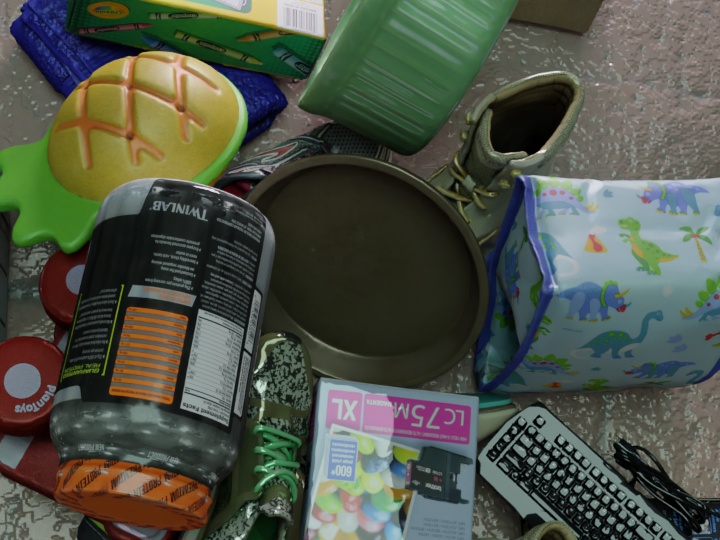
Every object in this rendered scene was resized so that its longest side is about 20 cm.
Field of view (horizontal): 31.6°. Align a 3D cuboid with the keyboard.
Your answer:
[{"bbox_3d":[0.186,0.171,0.921,0.200,0.040,0.104,42,73,8],"label":"keyboard"}]

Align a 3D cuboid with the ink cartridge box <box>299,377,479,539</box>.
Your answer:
[{"bbox_3d":[0.017,0.181,0.878,0.118,0.042,0.203,7,74,-7],"label":"ink cartridge box"}]

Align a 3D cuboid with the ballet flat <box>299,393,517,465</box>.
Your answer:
[{"bbox_3d":[0.019,0.124,0.959,0.197,0.070,0.070,2,72,-3],"label":"ballet flat"}]

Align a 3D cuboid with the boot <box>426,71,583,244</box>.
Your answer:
[{"bbox_3d":[0.079,-0.060,0.959,0.199,0.155,0.072,-39,80,-14],"label":"boot"}]

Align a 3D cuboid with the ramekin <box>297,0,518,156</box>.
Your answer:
[{"bbox_3d":[0.043,-0.185,0.950,0.097,0.200,0.202,29,72,-8],"label":"ramekin"}]

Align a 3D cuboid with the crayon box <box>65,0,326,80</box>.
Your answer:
[{"bbox_3d":[-0.128,-0.233,1.014,0.198,0.058,0.120,9,59,-19],"label":"crayon box"}]

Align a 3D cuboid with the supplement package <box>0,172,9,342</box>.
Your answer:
[{"bbox_3d":[-0.324,0.010,0.923,0.115,0.117,0.203,-3,73,-4],"label":"supplement package"}]

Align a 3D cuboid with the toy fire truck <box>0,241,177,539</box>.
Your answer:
[{"bbox_3d":[-0.166,0.083,0.906,0.166,0.112,0.201,25,63,6],"label":"toy fire truck"}]

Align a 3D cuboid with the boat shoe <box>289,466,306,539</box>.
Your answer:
[{"bbox_3d":[-0.037,0.193,0.925,0.200,0.065,0.072,42,93,5],"label":"boat shoe"}]

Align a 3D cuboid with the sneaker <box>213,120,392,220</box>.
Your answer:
[{"bbox_3d":[-0.057,-0.061,0.996,0.199,0.075,0.081,-33,78,-15],"label":"sneaker"}]

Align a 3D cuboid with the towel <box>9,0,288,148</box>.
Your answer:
[{"bbox_3d":[-0.171,-0.169,1.031,0.147,0.050,0.200,-38,80,-14],"label":"towel"}]

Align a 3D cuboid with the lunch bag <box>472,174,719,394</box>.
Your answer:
[{"bbox_3d":[0.180,0.027,0.931,0.168,0.201,0.129,0,53,-7],"label":"lunch bag"}]

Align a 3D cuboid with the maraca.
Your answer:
[{"bbox_3d":[-0.174,-0.086,0.920,0.199,0.108,0.137,-34,54,-18],"label":"maraca"}]

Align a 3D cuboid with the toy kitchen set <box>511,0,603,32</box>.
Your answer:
[{"bbox_3d":[0.118,-0.324,1.041,0.197,0.181,0.165,10,71,-2],"label":"toy kitchen set"}]

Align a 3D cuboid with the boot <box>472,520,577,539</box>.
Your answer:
[{"bbox_3d":[0.106,0.277,0.862,0.071,0.155,0.203,6,71,-20],"label":"boot"}]

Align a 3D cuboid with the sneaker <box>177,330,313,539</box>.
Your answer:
[{"bbox_3d":[-0.060,0.141,0.843,0.076,0.088,0.203,18,82,-33],"label":"sneaker"}]

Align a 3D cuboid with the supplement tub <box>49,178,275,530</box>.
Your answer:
[{"bbox_3d":[-0.127,0.055,0.811,0.121,0.123,0.202,10,68,-3],"label":"supplement tub"}]

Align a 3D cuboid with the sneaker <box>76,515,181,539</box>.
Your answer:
[{"bbox_3d":[-0.111,0.212,0.907,0.199,0.072,0.083,35,71,6],"label":"sneaker"}]

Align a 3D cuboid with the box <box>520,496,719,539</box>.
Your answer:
[{"bbox_3d":[0.223,0.269,0.935,0.196,0.050,0.203,0,72,-6],"label":"box"}]

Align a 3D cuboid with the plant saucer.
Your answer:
[{"bbox_3d":[0.000,0.000,0.940,0.198,0.201,0.030,24,36,2],"label":"plant saucer"}]
